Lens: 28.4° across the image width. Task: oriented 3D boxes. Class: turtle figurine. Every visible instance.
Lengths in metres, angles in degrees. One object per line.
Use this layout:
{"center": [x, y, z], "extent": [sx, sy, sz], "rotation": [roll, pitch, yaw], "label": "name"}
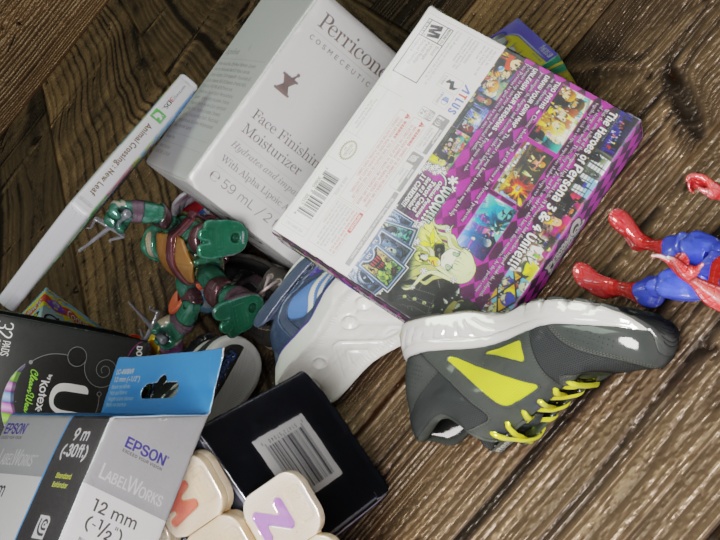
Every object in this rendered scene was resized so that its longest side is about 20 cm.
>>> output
{"center": [-0.160, -0.009, 1.229], "extent": [0.101, 0.150, 0.199], "rotation": [-42, 29, -24], "label": "turtle figurine"}

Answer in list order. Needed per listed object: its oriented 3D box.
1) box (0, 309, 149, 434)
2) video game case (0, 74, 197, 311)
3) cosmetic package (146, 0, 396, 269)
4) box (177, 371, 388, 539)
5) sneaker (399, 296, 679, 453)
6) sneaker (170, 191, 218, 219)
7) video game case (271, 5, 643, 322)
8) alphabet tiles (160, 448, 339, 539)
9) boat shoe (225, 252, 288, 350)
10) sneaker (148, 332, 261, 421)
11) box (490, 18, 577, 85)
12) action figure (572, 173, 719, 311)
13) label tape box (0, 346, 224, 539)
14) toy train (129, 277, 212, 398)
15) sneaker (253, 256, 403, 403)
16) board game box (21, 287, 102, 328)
{"center": [-0.292, 0.144, 1.270], "extent": [0.124, 0.147, 0.202], "rotation": [5, 84, 64], "label": "box"}
{"center": [-0.234, -0.067, 1.261], "extent": [0.200, 0.022, 0.183], "rotation": [-40, 14, 50], "label": "video game case"}
{"center": [-0.056, -0.121, 1.263], "extent": [0.201, 0.164, 0.165], "rotation": [-55, 22, -4], "label": "cosmetic package"}
{"center": [-0.105, 0.176, 0.936], "extent": [0.200, 0.105, 0.148], "rotation": [-40, -8, 28], "label": "box"}
{"center": [0.105, 0.065, 0.845], "extent": [0.199, 0.074, 0.086], "rotation": [-10, 74, 48], "label": "sneaker"}
{"center": [-0.111, -0.084, 1.380], "extent": [0.200, 0.071, 0.112], "rotation": [-51, -9, 17], "label": "sneaker"}
{"center": [0.065, -0.060, 0.976], "extent": [0.180, 0.036, 0.201], "rotation": [32, 82, 23], "label": "video game case"}
{"center": [-0.074, 0.210, 0.825], "extent": [0.195, 0.201, 0.015], "rotation": [-37, -11, 30], "label": "alphabet tiles"}
{"center": [-0.092, 0.023, 1.263], "extent": [0.067, 0.057, 0.200], "rotation": [-55, 23, -8], "label": "boat shoe"}
{"center": [-0.168, 0.143, 1.229], "extent": [0.200, 0.073, 0.112], "rotation": [-52, 19, -20], "label": "sneaker"}
{"center": [0.066, -0.113, 1.119], "extent": [0.199, 0.048, 0.118], "rotation": [-36, 25, 5], "label": "box"}
{"center": [0.174, -0.013, 0.777], "extent": [0.066, 0.099, 0.200], "rotation": [-56, 26, -9], "label": "action figure"}
{"center": [-0.168, 0.128, 0.831], "extent": [0.143, 0.066, 0.202], "rotation": [-7, 58, 53], "label": "label tape box"}
{"center": [-0.187, 0.066, 1.381], "extent": [0.150, 0.055, 0.201], "rotation": [-44, 24, 19], "label": "toy train"}
{"center": [0.000, 0.000, 1.093], "extent": [0.200, 0.080, 0.147], "rotation": [-45, 28, 30], "label": "sneaker"}
{"center": [-0.331, 0.128, 1.497], "extent": [0.103, 0.105, 0.201], "rotation": [-44, 25, 16], "label": "board game box"}
